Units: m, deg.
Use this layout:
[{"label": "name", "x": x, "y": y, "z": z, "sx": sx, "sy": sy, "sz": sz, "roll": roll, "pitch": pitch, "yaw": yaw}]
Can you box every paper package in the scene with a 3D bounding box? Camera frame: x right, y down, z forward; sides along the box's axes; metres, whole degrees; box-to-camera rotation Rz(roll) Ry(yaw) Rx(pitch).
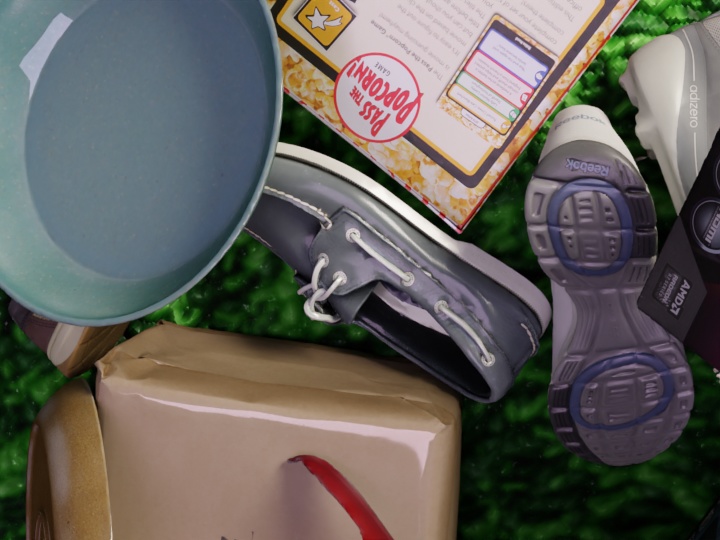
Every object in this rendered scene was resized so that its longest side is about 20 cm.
[{"label": "paper package", "x": -0.043, "y": 0.144, "z": 0.845, "sx": 0.188, "sy": 0.103, "sz": 0.203, "roll": 7, "pitch": 106, "yaw": 10}]

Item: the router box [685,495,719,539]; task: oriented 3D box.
[{"label": "router box", "x": 0.202, "y": 0.147, "z": 0.766, "sx": 0.062, "sy": 0.150, "sz": 0.201, "roll": 33, "pitch": 109, "yaw": 2}]

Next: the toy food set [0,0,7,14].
[{"label": "toy food set", "x": -0.203, "y": -0.228, "z": 0.806, "sx": 0.198, "sy": 0.049, "sz": 0.200, "roll": -25, "pitch": 98, "yaw": 18}]

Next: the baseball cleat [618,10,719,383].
[{"label": "baseball cleat", "x": 0.194, "y": -0.028, "z": 0.741, "sx": 0.105, "sy": 0.070, "sz": 0.202, "roll": -23, "pitch": 82, "yaw": 16}]

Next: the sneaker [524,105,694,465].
[{"label": "sneaker", "x": 0.126, "y": 0.010, "z": 0.788, "sx": 0.073, "sy": 0.087, "sz": 0.202, "roll": -3, "pitch": 123, "yaw": 11}]

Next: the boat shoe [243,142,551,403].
[{"label": "boat shoe", "x": 0.000, "y": 0.000, "z": 0.803, "sx": 0.198, "sy": 0.062, "sz": 0.073, "roll": 28, "pitch": 153, "yaw": -1}]

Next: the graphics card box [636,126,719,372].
[{"label": "graphics card box", "x": 0.217, "y": 0.018, "z": 0.629, "sx": 0.200, "sy": 0.051, "sz": 0.126, "roll": 42, "pitch": 130, "yaw": 28}]

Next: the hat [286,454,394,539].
[{"label": "hat", "x": 0.085, "y": 0.178, "z": 0.732, "sx": 0.164, "sy": 0.176, "sz": 0.202, "roll": -23, "pitch": 115, "yaw": 3}]

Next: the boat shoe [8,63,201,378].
[{"label": "boat shoe", "x": -0.129, "y": -0.040, "z": 0.827, "sx": 0.064, "sy": 0.073, "sz": 0.201, "roll": 31, "pitch": 104, "yaw": 9}]

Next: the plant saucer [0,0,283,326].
[{"label": "plant saucer", "x": -0.114, "y": -0.072, "z": 0.769, "sx": 0.198, "sy": 0.036, "sz": 0.203, "roll": -5, "pitch": 80, "yaw": 28}]

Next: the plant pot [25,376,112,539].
[{"label": "plant pot", "x": -0.155, "y": 0.157, "z": 0.827, "sx": 0.027, "sy": 0.200, "sz": 0.203, "roll": -1, "pitch": 107, "yaw": -18}]

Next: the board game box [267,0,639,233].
[{"label": "board game box", "x": 0.052, "y": -0.144, "z": 0.773, "sx": 0.151, "sy": 0.046, "sz": 0.201, "roll": 38, "pitch": 109, "yaw": 0}]
